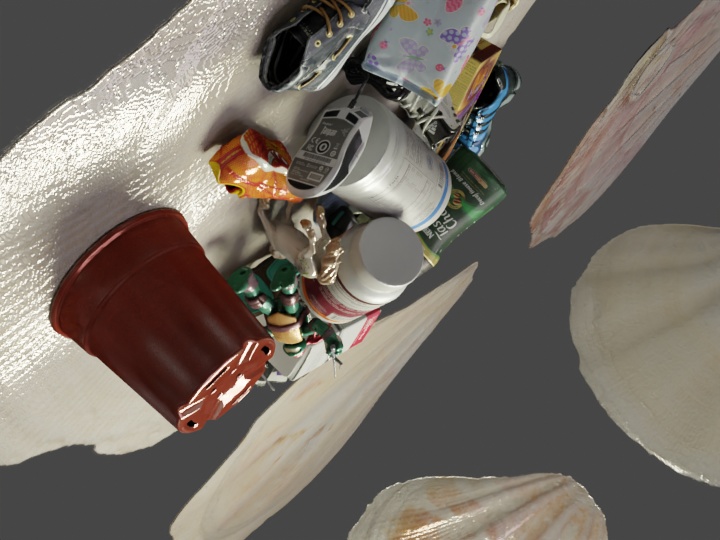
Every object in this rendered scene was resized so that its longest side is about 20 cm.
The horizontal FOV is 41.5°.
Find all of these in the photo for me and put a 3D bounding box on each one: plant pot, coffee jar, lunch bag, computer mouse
[{"bbox_3d":[-0.215,0.068,1.099,0.201,0.195,0.201,-43,164,-15],"label":"plant pot"},{"bbox_3d":[0.118,-0.085,1.432,0.200,0.104,0.085,-44,-173,0],"label":"coffee jar"},{"bbox_3d":[0.089,-0.316,1.097,0.170,0.127,0.200,-60,-176,37],"label":"lunch bag"},{"bbox_3d":[-0.020,-0.163,1.134,0.200,0.109,0.044,-59,143,-12],"label":"computer mouse"}]

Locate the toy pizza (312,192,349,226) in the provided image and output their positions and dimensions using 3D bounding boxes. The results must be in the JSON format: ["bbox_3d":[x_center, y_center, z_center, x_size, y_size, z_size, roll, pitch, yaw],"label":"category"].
[{"bbox_3d":[-0.004,-0.146,1.431,0.200,0.032,0.200,-42,164,-15],"label":"toy pizza"}]

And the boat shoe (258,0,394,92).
[{"bbox_3d":[-0.030,-0.267,0.999,0.200,0.071,0.091,-54,167,30],"label":"boat shoe"}]

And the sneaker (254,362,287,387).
[{"bbox_3d":[-0.169,0.146,1.664,0.088,0.076,0.200,-64,166,4],"label":"sneaker"}]

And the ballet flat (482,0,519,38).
[{"bbox_3d":[0.143,-0.332,1.307,0.200,0.069,0.070,-43,164,-13],"label":"ballet flat"}]

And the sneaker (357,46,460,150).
[{"bbox_3d":[0.079,-0.227,1.239,0.076,0.116,0.200,-37,155,21],"label":"sneaker"}]

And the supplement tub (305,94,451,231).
[{"bbox_3d":[0.028,-0.138,1.274,0.132,0.132,0.200,-49,147,7],"label":"supplement tub"}]

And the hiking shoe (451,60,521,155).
[{"bbox_3d":[0.190,-0.263,1.604,0.087,0.074,0.200,0,121,-59],"label":"hiking shoe"}]

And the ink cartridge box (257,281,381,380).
[{"bbox_3d":[-0.085,0.072,1.531,0.200,0.145,0.083,-24,153,-54],"label":"ink cartridge box"}]

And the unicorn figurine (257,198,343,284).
[{"bbox_3d":[-0.092,-0.047,1.293,0.074,0.200,0.138,-18,136,-17],"label":"unicorn figurine"}]

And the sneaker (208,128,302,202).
[{"bbox_3d":[-0.124,-0.120,1.155,0.077,0.073,0.200,-29,163,13],"label":"sneaker"}]

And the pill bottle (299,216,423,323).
[{"bbox_3d":[0.000,0.000,1.326,0.114,0.114,0.200,-38,-177,-29],"label":"pill bottle"}]

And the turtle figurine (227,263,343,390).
[{"bbox_3d":[-0.107,0.079,1.320,0.149,0.101,0.200,-16,130,4],"label":"turtle figurine"}]

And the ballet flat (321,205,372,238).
[{"bbox_3d":[0.011,-0.073,1.477,0.069,0.068,0.200,-61,161,15],"label":"ballet flat"}]

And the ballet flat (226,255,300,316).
[{"bbox_3d":[-0.145,0.027,1.397,0.200,0.068,0.068,-33,173,-38],"label":"ballet flat"}]

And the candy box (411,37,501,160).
[{"bbox_3d":[0.133,-0.247,1.430,0.200,0.056,0.117,-63,170,31],"label":"candy box"}]
